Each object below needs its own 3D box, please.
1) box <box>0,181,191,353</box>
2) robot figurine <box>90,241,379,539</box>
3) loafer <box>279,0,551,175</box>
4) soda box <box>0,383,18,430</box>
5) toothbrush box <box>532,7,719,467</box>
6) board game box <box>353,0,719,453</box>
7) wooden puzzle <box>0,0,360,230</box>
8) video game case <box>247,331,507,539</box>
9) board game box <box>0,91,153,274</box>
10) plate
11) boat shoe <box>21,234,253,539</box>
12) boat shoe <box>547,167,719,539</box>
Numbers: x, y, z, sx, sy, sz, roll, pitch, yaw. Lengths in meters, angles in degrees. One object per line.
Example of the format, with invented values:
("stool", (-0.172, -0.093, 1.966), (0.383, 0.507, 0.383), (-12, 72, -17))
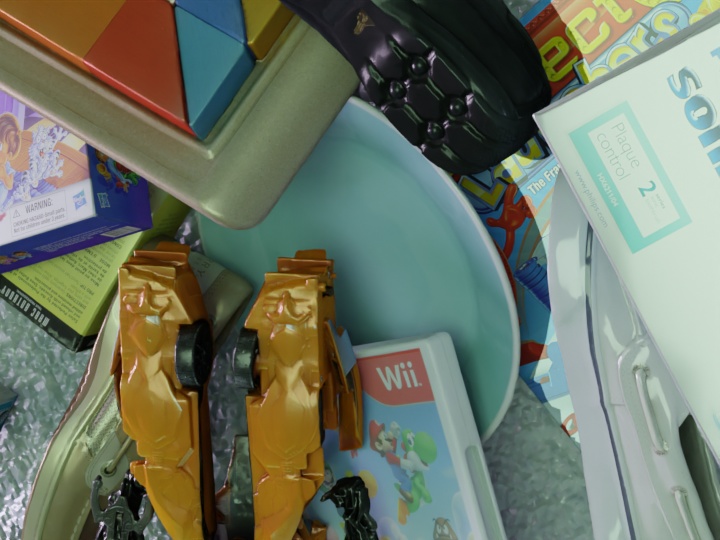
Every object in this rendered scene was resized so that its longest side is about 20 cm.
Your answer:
("box", (-0.115, -0.061, 0.893), (0.075, 0.050, 0.201), (34, 104, 11))
("robot figurine", (-0.057, 0.090, 0.835), (0.144, 0.058, 0.202), (4, 111, 13))
("loafer", (0.005, -0.130, 0.738), (0.201, 0.070, 0.068), (50, 132, -2))
("soda box", (-0.287, 0.047, 0.942), (0.199, 0.068, 0.064), (32, 102, 10))
("toothbrush box", (0.152, -0.018, 0.685), (0.085, 0.200, 0.147), (-29, 88, 16))
("board game box", (0.134, -0.036, 0.821), (0.200, 0.056, 0.196), (-41, 84, 16))
("wooden puzzle", (-0.080, -0.140, 0.791), (0.199, 0.037, 0.186), (31, 80, 18))
("video game case", (0.017, 0.135, 0.851), (0.142, 0.017, 0.202), (-12, 95, 49))
("board game box", (-0.201, -0.065, 0.881), (0.199, 0.045, 0.136), (-15, 76, 30))
("plate", (0.000, 0.000, 0.840), (0.199, 0.026, 0.202), (26, 133, 31))
("boat shoe", (-0.114, 0.084, 0.896), (0.065, 0.072, 0.201), (25, 103, 6))
("boat shoe", (0.127, 0.049, 0.762), (0.065, 0.072, 0.202), (-7, 95, 23))
